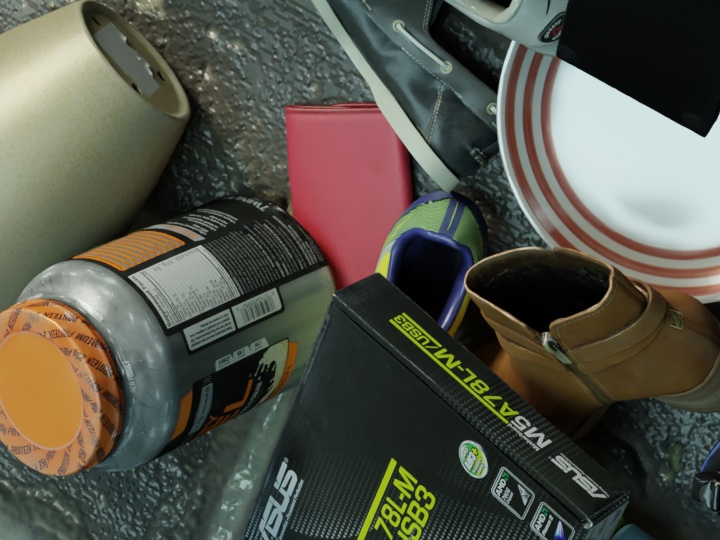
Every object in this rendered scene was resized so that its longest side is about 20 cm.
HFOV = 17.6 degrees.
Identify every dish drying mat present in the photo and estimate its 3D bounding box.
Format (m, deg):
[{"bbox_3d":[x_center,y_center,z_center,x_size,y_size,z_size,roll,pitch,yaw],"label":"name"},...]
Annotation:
[{"bbox_3d":[0.000,0.000,1.372,0.076,0.018,0.202,2,107,24],"label":"dish drying mat"}]

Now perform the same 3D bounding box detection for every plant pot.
[{"bbox_3d":[-0.202,-0.059,1.367,0.200,0.187,0.188,-40,88,17],"label":"plant pot"}]

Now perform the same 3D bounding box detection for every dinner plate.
[{"bbox_3d":[0.171,-0.082,1.245,0.198,0.024,0.202,4,101,18],"label":"dinner plate"}]

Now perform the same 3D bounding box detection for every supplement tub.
[{"bbox_3d":[-0.115,0.038,1.323,0.122,0.199,0.124,15,116,35],"label":"supplement tub"}]

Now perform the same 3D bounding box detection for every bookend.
[{"bbox_3d":[0.194,-0.208,1.140,0.092,0.200,0.199,30,154,12],"label":"bookend"}]

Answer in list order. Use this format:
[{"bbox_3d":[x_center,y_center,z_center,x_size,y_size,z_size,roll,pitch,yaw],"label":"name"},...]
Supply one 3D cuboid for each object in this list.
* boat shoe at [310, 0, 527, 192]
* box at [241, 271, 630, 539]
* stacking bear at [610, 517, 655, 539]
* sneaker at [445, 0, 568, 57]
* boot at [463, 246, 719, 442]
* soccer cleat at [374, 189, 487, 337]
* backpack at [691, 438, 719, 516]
[{"bbox_3d":[0.016,-0.143,1.292,0.067,0.072,0.201,-35,90,12],"label":"boat shoe"},{"bbox_3d":[0.035,0.135,1.276,0.193,0.047,0.201,40,132,21],"label":"box"},{"bbox_3d":[0.107,0.176,1.335,0.199,0.114,0.122,28,117,19],"label":"stacking bear"},{"bbox_3d":[0.039,-0.193,1.230,0.200,0.088,0.074,43,110,24],"label":"sneaker"},{"bbox_3d":[0.096,0.042,1.249,0.199,0.155,0.077,-1,70,39],"label":"boot"},{"bbox_3d":[0.018,0.049,1.324,0.064,0.084,0.201,20,111,2],"label":"soccer cleat"},{"bbox_3d":[0.303,0.102,1.197,0.200,0.134,0.183,40,119,8],"label":"backpack"}]
